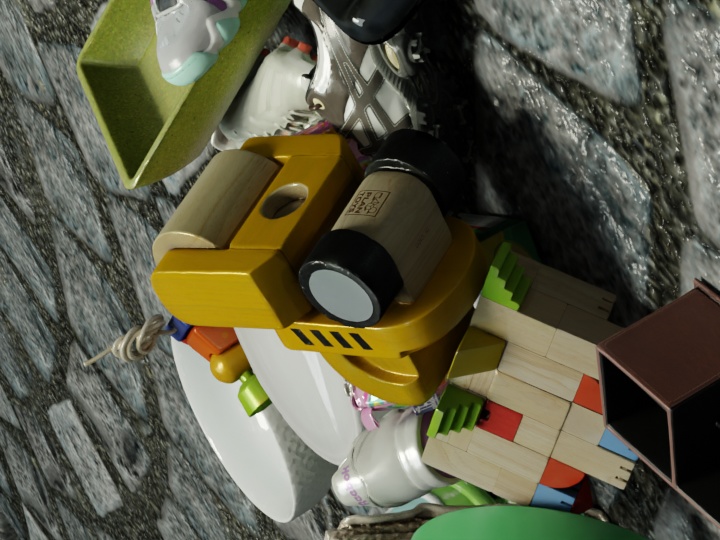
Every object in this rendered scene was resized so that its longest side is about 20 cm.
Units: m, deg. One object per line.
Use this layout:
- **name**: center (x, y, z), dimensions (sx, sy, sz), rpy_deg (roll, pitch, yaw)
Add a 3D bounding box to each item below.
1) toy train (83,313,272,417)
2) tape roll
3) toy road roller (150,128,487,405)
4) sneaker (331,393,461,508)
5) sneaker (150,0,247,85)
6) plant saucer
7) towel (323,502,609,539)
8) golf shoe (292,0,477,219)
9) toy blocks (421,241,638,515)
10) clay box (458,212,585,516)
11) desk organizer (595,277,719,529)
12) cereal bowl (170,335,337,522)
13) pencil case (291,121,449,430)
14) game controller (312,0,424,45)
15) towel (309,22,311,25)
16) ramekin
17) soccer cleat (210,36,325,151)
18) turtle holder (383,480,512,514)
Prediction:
- **toy train**: center (-0.107, 0.069, 1.925), dimensions (0.116, 0.200, 0.085), rpy_deg (54, 160, 7)
- **tape roll**: center (0.125, 0.220, 1.583), dimensions (0.199, 0.048, 0.201), rpy_deg (10, 150, 6)
- **toy road roller**: center (-0.015, 0.006, 1.496), dimensions (0.199, 0.123, 0.146), rpy_deg (3, 136, 36)
- **sneaker**: center (0.035, 0.116, 1.688), dimensions (0.075, 0.099, 0.200), rpy_deg (64, -162, 1)
- **sneaker**: center (-0.137, -0.226, 1.543), dimensions (0.078, 0.140, 0.201), rpy_deg (-22, 52, 50)
- **plant saucer**: center (-0.113, -0.173, 1.665), dimensions (0.200, 0.048, 0.200), rpy_deg (-58, 30, 18)
- **towel**: center (0.062, 0.212, 1.678), dimensions (0.133, 0.199, 0.035), rpy_deg (107, 158, -46)
- **golf shoe**: center (0.014, -0.104, 1.526), dimensions (0.094, 0.078, 0.201), rpy_deg (-1, 115, 25)
- **toy blocks**: center (0.124, 0.080, 1.498), dimensions (0.136, 0.100, 0.200), rpy_deg (23, 133, 6)
- **clay box**: center (0.103, 0.062, 1.610), dimensions (0.115, 0.047, 0.201), rpy_deg (11, 127, 66)
- **desk organizer**: center (0.219, 0.097, 1.323), dimensions (0.200, 0.077, 0.072), rpy_deg (43, 153, 43)
- **cereal bowl**: center (-0.078, 0.109, 2.073), dimensions (0.200, 0.083, 0.200), rpy_deg (50, 158, 29)
- **pencil case**: center (0.000, 0.000, 1.598), dimensions (0.201, 0.087, 0.087), rpy_deg (67, 160, -2)
- **game controller**: center (-0.018, -0.226, 1.470), dimensions (0.200, 0.042, 0.105), rpy_deg (49, 117, 33)
- **towel**: center (-0.004, -0.171, 1.605), dimensions (0.152, 0.023, 0.201), rpy_deg (35, 147, 51)
- **ramekin**: center (-0.019, 0.039, 1.815), dimensions (0.203, 0.094, 0.203), rpy_deg (51, 158, 30)
- **soccer cleat**: center (-0.053, -0.111, 1.644), dimensions (0.069, 0.078, 0.200), rpy_deg (22, 175, -19)
- **turtle holder**: center (0.055, 0.222, 1.820), dimensions (0.185, 0.131, 0.141), rpy_deg (40, 152, 46)
